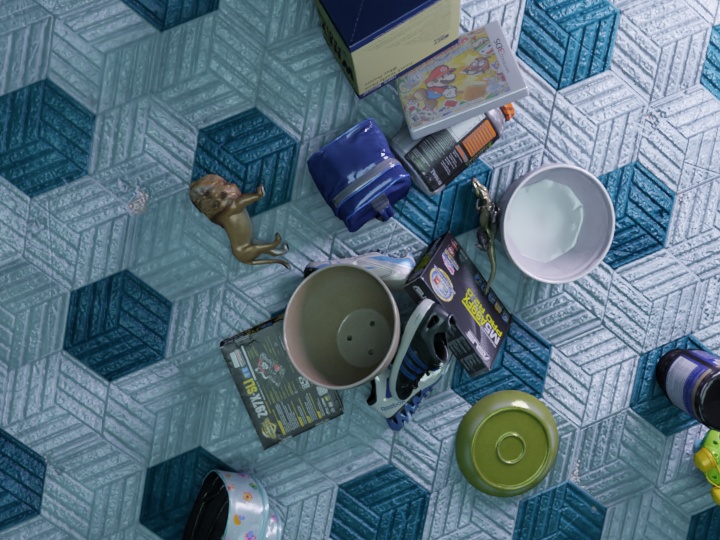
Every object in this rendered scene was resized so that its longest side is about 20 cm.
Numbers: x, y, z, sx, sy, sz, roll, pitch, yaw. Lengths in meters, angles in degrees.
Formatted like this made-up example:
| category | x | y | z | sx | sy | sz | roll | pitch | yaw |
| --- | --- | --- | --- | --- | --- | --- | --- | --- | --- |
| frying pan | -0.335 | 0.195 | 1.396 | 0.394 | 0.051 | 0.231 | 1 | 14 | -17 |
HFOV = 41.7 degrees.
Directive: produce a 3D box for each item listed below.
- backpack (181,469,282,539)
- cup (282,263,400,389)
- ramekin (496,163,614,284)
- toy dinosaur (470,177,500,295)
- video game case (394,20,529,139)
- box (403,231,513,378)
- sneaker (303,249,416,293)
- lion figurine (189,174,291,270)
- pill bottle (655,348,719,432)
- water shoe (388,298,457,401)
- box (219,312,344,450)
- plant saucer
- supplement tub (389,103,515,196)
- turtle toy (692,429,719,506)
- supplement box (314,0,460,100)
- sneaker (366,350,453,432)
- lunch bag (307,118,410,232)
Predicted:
| category | x | y | z | sx | sy | sz | roll | pitch | yaw |
| --- | --- | --- | --- | --- | --- | --- | --- | --- | --- |
| backpack | -0.219 | 0.447 | 1.611 | 0.150 | 0.175 | 0.205 | 7 | 97 | -25 |
| cup | -0.014 | 0.102 | 1.576 | 0.196 | 0.143 | 0.205 | -4 | 77 | 18 |
| ramekin | 0.327 | -0.084 | 1.632 | 0.195 | 0.105 | 0.205 | -1 | 98 | -7 |
| toy dinosaur | 0.216 | -0.066 | 1.607 | 0.046 | 0.088 | 0.205 | -3 | 81 | 6 |
| video game case | 0.156 | -0.312 | 1.535 | 0.196 | 0.184 | 0.023 | -20 | 139 | 9 |
| box | 0.170 | 0.056 | 1.609 | 0.044 | 0.161 | 0.201 | -30 | 103 | 36 |
| sneaker | 0.000 | 0.000 | 1.632 | 0.195 | 0.072 | 0.074 | 2 | 58 | 1 |
| lion figurine | -0.202 | -0.073 | 1.588 | 0.120 | 0.073 | 0.203 | -20 | 104 | 4 |
| pill bottle | 0.598 | 0.202 | 1.658 | 0.109 | 0.200 | 0.115 | -1 | 99 | -6 |
| water shoe | 0.101 | 0.146 | 1.544 | 0.078 | 0.071 | 0.203 | 26 | 126 | 20 |
| box | -0.135 | 0.187 | 1.644 | 0.157 | 0.049 | 0.203 | -23 | 101 | 0 |
| plant saucer | 0.271 | 0.321 | 1.722 | 0.195 | 0.031 | 0.205 | -1 | 98 | -6 |
| supplement tub | 0.155 | -0.232 | 1.580 | 0.199 | 0.123 | 0.123 | -41 | 101 | 0 |
| turtle toy | 0.689 | 0.361 | 1.742 | 0.144 | 0.101 | 0.203 | -29 | 101 | -1 |
| supplement box | 0.043 | -0.407 | 1.484 | 0.198 | 0.200 | 0.136 | -30 | 77 | -2 |
| sneaker | 0.074 | 0.174 | 1.651 | 0.114 | 0.081 | 0.201 | 33 | 95 | -12 |
| lunch bag | 0.004 | -0.141 | 1.543 | 0.135 | 0.200 | 0.134 | -33 | 83 | 1 |
